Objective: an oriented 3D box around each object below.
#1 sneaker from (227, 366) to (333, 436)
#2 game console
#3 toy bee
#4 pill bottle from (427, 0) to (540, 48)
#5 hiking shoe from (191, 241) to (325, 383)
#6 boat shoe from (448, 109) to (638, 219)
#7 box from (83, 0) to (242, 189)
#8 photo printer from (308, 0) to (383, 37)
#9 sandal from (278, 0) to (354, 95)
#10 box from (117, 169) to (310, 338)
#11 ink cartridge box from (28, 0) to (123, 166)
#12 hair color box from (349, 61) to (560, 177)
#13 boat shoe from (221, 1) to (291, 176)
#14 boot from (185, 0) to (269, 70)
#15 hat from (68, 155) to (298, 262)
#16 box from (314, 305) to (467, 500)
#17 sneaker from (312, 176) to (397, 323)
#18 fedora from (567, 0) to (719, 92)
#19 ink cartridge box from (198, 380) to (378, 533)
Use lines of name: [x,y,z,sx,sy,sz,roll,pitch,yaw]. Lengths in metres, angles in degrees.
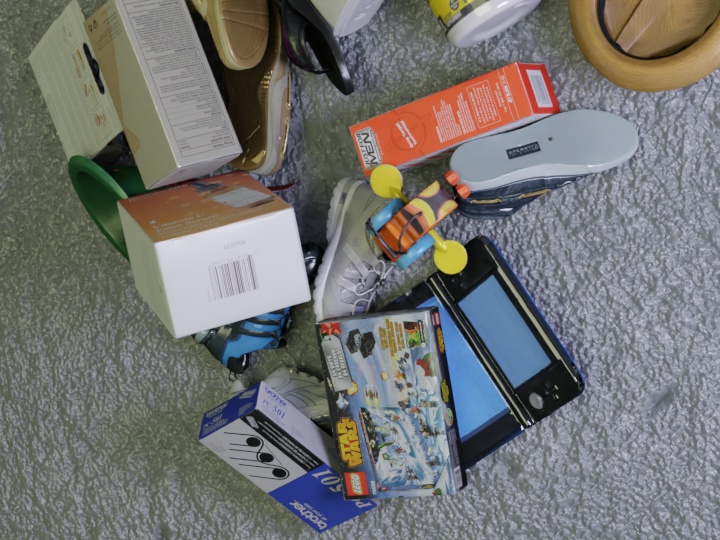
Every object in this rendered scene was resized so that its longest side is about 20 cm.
sneaker: [-0.068,0.147,1.807,0.199,0.075,0.087,-10,64,12]
game console: [0.113,0.094,1.687,0.200,0.118,0.171,56,148,7]
toy bee: [0.068,-0.051,1.631,0.109,0.200,0.131,-39,109,0]
pill bottle: [0.098,-0.344,1.647,0.111,0.111,0.200,-31,83,24]
hiking shoe: [-0.101,0.043,1.818,0.200,0.074,0.087,-37,98,28]
boat shoe: [0.191,-0.110,1.664,0.200,0.091,0.071,-10,64,0]
box: [-0.216,-0.199,1.723,0.078,0.095,0.201,-25,84,49]
photo printer: [-0.042,-0.370,1.687,0.200,0.069,0.166,58,159,7]
sandal: [-0.071,-0.267,1.736,0.048,0.075,0.201,-30,76,-10]
box: [-0.160,-0.023,1.685,0.152,0.200,0.107,-16,110,-16]
ink cartridge box: [-0.314,-0.214,1.829,0.200,0.050,0.163,-27,85,58]
hair color box: [0.100,-0.159,1.675,0.199,0.101,0.061,-20,87,24]
boat shoe: [-0.113,-0.202,1.784,0.074,0.066,0.201,1,77,24]
boot: [-0.186,-0.299,1.778,0.155,0.073,0.201,-23,77,41]
hat: [-0.215,-0.101,1.860,0.176,0.166,0.200,-39,84,-21]
box: [0.033,0.144,1.704,0.137,0.040,0.201,-7,96,26]
sneaker: [0.000,0.000,1.755,0.082,0.075,0.201,10,101,24]
fedora: [0.307,-0.275,1.579,0.200,0.082,0.201,1,93,21]
ink cartridge box: [-0.077,0.212,1.769,0.094,0.044,0.200,-30,122,31]
